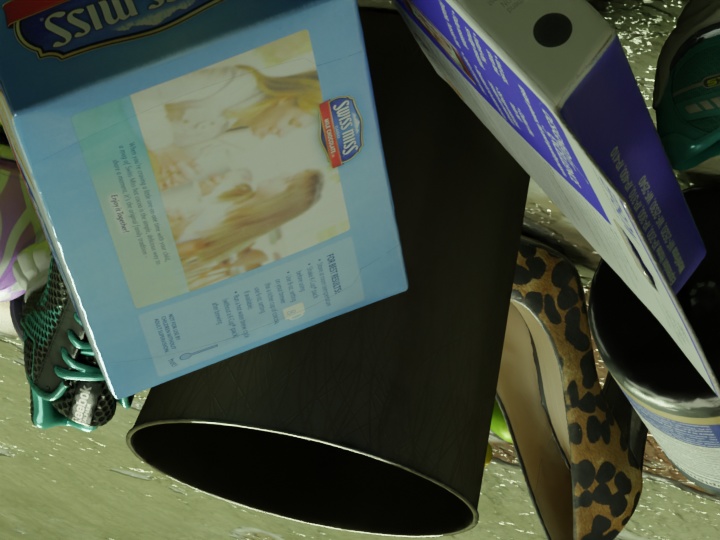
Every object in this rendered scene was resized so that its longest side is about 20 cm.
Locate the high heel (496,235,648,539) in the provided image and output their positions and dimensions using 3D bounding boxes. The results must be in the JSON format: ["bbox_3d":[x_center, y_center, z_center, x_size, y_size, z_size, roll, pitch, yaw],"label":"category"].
[{"bbox_3d":[0.072,0.060,1.494,0.199,0.143,0.071,26,161,-27],"label":"high heel"}]

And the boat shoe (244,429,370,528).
[{"bbox_3d":[0.003,0.028,1.392,0.067,0.200,0.072,28,147,3],"label":"boat shoe"}]

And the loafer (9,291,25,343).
[{"bbox_3d":[-0.078,-0.008,1.435,0.199,0.072,0.063,-22,167,-7],"label":"loafer"}]

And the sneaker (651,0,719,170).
[{"bbox_3d":[0.209,-0.045,1.144,0.199,0.080,0.078,17,163,-1],"label":"sneaker"}]

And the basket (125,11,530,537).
[{"bbox_3d":[0.000,0.000,1.278,0.180,0.201,0.136,-3,153,47],"label":"basket"}]

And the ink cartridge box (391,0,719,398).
[{"bbox_3d":[0.074,-0.064,1.101,0.200,0.043,0.198,52,179,28],"label":"ink cartridge box"}]

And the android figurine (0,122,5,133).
[{"bbox_3d":[-0.158,-0.088,1.320,0.181,0.041,0.200,14,177,-9],"label":"android figurine"}]

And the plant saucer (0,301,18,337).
[{"bbox_3d":[-0.198,-0.012,1.537,0.200,0.037,0.201,22,-163,-7],"label":"plant saucer"}]

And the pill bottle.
[{"bbox_3d":[0.184,0.046,1.397,0.111,0.112,0.200,10,162,23],"label":"pill bottle"}]

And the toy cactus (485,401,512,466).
[{"bbox_3d":[0.008,0.068,1.699,0.199,0.103,0.165,9,173,-2],"label":"toy cactus"}]

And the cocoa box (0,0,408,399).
[{"bbox_3d":[-0.070,-0.070,1.101,0.133,0.132,0.200,-20,147,-6],"label":"cocoa box"}]

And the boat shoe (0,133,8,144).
[{"bbox_3d":[-0.130,-0.032,1.516,0.199,0.062,0.075,24,-163,0],"label":"boat shoe"}]

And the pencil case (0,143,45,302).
[{"bbox_3d":[-0.220,-0.042,1.338,0.085,0.084,0.200,-36,149,29],"label":"pencil case"}]

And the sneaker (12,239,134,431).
[{"bbox_3d":[-0.111,0.022,1.285,0.077,0.092,0.200,6,165,-11],"label":"sneaker"}]
